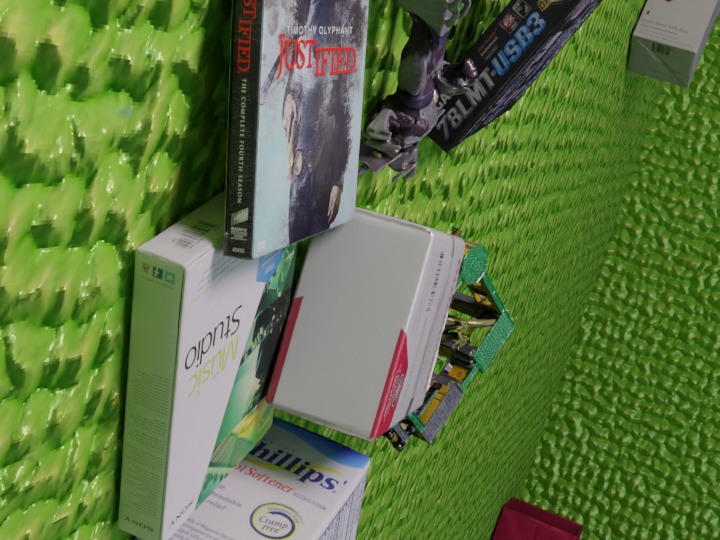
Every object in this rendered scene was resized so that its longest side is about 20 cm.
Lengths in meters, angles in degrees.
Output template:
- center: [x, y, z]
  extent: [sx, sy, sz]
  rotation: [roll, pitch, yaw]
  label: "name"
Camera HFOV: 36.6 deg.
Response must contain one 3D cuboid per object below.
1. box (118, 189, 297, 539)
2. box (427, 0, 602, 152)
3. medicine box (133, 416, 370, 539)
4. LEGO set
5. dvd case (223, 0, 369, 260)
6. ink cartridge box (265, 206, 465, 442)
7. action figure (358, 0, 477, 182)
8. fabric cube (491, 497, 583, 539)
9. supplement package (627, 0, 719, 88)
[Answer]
- center: [-0.089, 0.049, 0.666]
  extent: [0.144, 0.036, 0.201]
  rotation: [-45, 152, -55]
  label: "box"
- center: [0.151, -0.208, 0.964]
  extent: [0.200, 0.050, 0.198]
  rotation: [-49, 176, 31]
  label: "box"
- center: [-0.087, 0.236, 0.771]
  extent: [0.200, 0.103, 0.183]
  rotation: [-47, 152, -53]
  label: "medicine box"
- center: [0.041, 0.056, 1.005]
  extent: [0.200, 0.116, 0.154]
  rotation: [-59, 138, -12]
  label: "LEGO set"
- center: [-0.032, -0.116, 0.617]
  extent: [0.146, 0.022, 0.201]
  rotation: [-26, 121, -66]
  label: "dvd case"
- center: [0.012, 0.033, 0.804]
  extent: [0.200, 0.083, 0.146]
  rotation: [3, 103, -79]
  label: "ink cartridge box"
- center: [0.044, -0.145, 0.804]
  extent: [0.130, 0.069, 0.201]
  rotation: [-59, 163, -46]
  label: "action figure"
- center: [0.429, 0.708, 2.730]
  extent: [0.200, 0.199, 0.196]
  rotation: [-70, 162, 0]
  label: "fabric cube"
- center: [0.584, -0.462, 1.998]
  extent: [0.201, 0.121, 0.120]
  rotation: [-64, 162, -18]
  label: "supplement package"
